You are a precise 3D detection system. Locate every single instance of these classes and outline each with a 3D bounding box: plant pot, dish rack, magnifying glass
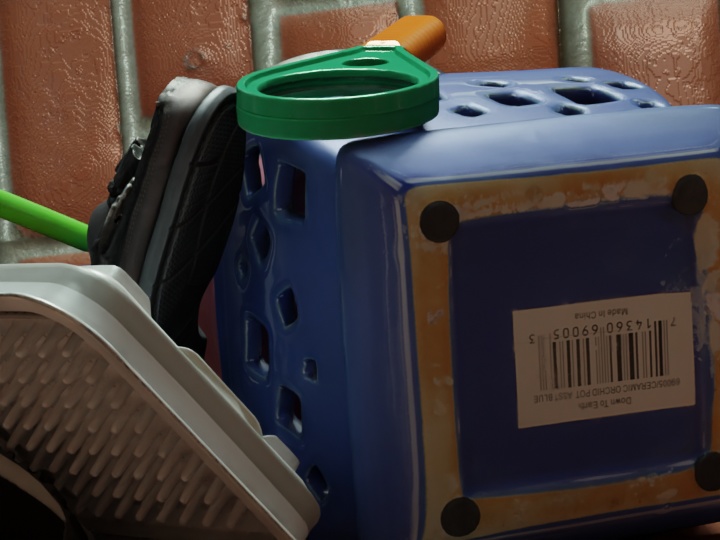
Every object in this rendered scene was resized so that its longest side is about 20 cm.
[{"bbox_3d":[0.057,0.020,0.971,0.200,0.200,0.180,-6,9,-19],"label":"plant pot"},{"bbox_3d":[-0.113,0.053,0.914,0.200,0.172,0.044,-1,47,49],"label":"dish rack"},{"bbox_3d":[0.004,-0.081,0.962,0.080,0.022,0.200,1,17,14],"label":"magnifying glass"}]

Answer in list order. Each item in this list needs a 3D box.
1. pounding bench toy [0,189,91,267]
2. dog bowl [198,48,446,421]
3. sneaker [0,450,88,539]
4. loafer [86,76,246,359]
[{"bbox_3d":[-0.178,0.021,1.345,0.156,0.200,0.124,-6,2,-25],"label":"pounding bench toy"},{"bbox_3d":[0.000,0.000,1.100,0.200,0.200,0.074,-5,21,-18],"label":"dog bowl"},{"bbox_3d":[-0.206,0.108,0.952,0.200,0.090,0.070,17,-34,26],"label":"sneaker"},{"bbox_3d":[-0.096,0.002,0.968,0.063,0.200,0.072,24,39,14],"label":"loafer"}]
